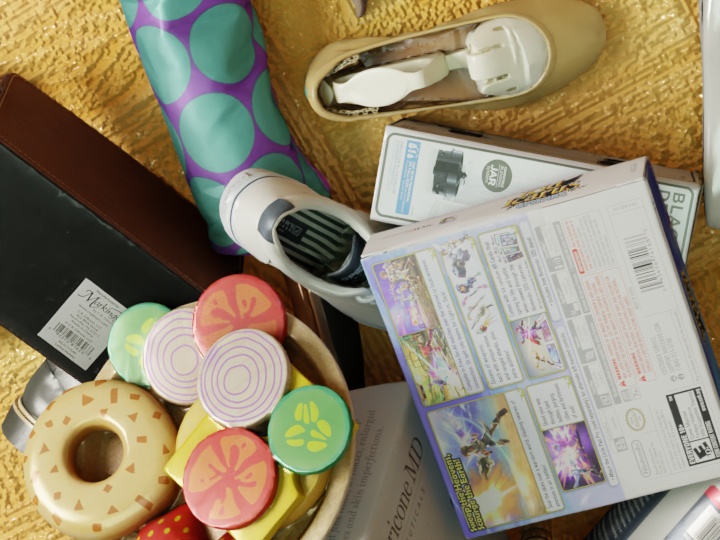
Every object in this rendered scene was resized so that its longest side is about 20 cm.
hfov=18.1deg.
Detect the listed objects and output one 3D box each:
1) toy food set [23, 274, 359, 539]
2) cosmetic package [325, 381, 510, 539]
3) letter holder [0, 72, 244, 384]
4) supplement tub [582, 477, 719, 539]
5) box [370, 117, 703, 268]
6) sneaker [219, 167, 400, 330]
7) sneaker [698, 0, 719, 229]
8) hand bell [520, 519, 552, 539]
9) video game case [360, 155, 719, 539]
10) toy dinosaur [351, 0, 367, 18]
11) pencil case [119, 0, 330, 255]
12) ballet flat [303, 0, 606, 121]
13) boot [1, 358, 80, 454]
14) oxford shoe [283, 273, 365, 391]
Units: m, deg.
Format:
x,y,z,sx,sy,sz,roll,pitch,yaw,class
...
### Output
x,y,z,sx,sy,sz,roll,pitch,yaw,class
-0.095,0.104,1.354,0.200,0.049,0.198,39,90,29,toy food set
-0.010,0.208,1.452,0.164,0.165,0.201,-13,127,27,cosmetic package
-0.183,-0.019,1.460,0.200,0.142,0.101,37,107,-15,letter holder
0.217,0.200,1.470,0.140,0.140,0.200,37,109,-3,supplement tub
0.113,-0.048,1.424,0.198,0.117,0.061,10,98,5,box
0.000,0.000,1.429,0.199,0.071,0.073,22,102,-33,sneaker
0.268,-0.125,1.409,0.111,0.073,0.201,-2,114,6,sneaker
0.113,0.172,1.453,0.103,0.201,0.105,2,127,3,hand bell
0.118,0.049,1.372,0.180,0.045,0.201,-16,109,15,video game case
-0.004,-0.254,1.407,0.135,0.086,0.201,-19,108,7,toy dinosaur
-0.085,-0.114,1.456,0.092,0.085,0.201,-22,104,-14,pencil case
0.059,-0.127,1.441,0.199,0.063,0.069,-12,104,12,ballet flat
-0.130,0.102,1.536,0.199,0.077,0.139,30,104,-2,boot
-0.032,0.073,1.513,0.071,0.071,0.201,-6,106,16,oxford shoe
